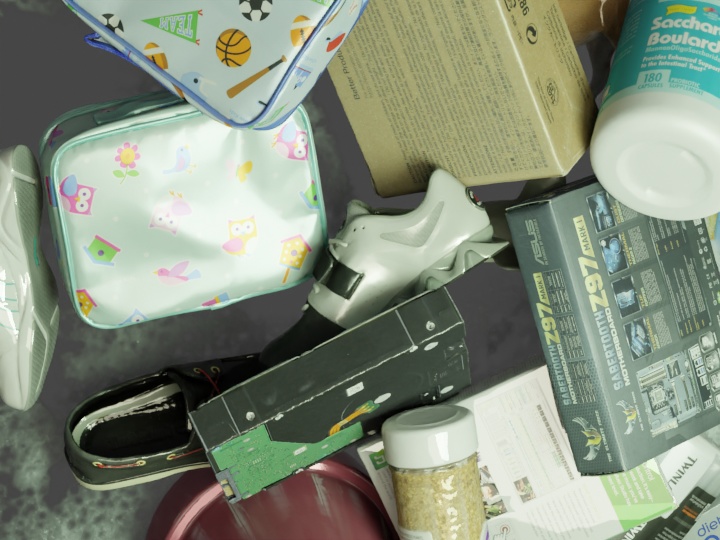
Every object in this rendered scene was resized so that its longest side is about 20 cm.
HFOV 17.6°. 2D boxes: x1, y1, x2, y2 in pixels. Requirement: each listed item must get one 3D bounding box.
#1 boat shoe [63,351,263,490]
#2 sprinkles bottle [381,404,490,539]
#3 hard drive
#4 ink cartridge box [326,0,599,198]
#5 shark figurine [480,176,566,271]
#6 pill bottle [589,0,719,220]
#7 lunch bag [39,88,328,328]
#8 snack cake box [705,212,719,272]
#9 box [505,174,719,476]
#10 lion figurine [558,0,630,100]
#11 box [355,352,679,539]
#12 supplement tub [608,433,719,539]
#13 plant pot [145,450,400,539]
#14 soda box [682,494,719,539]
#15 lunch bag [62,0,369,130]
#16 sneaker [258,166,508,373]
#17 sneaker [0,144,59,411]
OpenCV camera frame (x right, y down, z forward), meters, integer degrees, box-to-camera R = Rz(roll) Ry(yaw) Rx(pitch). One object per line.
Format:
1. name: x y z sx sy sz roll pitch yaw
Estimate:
1. boat shoe: -0.120 0.104 1.695 0.200 0.074 0.063 -18 155 -9
2. sprinkles bottle: 0.062 0.200 1.666 0.068 0.068 0.201 -11 102 -13
3. hard drive: -0.019 0.089 1.633 0.199 0.140 0.038 -28 69 -5
4. ink cartridge box: 0.058 -0.160 1.619 0.075 0.164 0.201 -47 123 -44
5. shark figurine: 0.158 -0.043 1.713 0.213 0.128 0.090 1 97 -18
6. pill bottle: 0.232 -0.142 1.635 0.110 0.201 0.111 12 144 9
7. lunch bag: -0.123 -0.055 1.647 0.199 0.077 0.161 -14 110 -12
8. snack cake box: 0.297 -0.049 1.760 0.115 0.067 0.201 -37 116 -28
9. box: 0.195 0.029 1.659 0.157 0.051 0.201 -21 96 -42
10. lion figurine: 0.147 -0.183 1.698 0.199 0.072 0.123 0 98 -31
11. box: 0.115 0.149 1.707 0.199 0.036 0.145 -24 101 6
12. supplement tub: 0.185 0.190 1.793 0.122 0.123 0.200 37 94 -23
13. plant pot: -0.049 0.243 1.711 0.199 0.179 0.201 -5 108 -14
14. soda box: 0.336 0.173 1.864 0.199 0.063 0.069 -29 114 -6
15. lunch bag: -0.105 -0.195 1.567 0.200 0.076 0.161 38 105 10
16. sneaker: 0.000 0.000 1.645 0.199 0.074 0.089 -34 91 8
17. sneaker: -0.261 0.005 1.639 0.080 0.071 0.202 0 114 9
